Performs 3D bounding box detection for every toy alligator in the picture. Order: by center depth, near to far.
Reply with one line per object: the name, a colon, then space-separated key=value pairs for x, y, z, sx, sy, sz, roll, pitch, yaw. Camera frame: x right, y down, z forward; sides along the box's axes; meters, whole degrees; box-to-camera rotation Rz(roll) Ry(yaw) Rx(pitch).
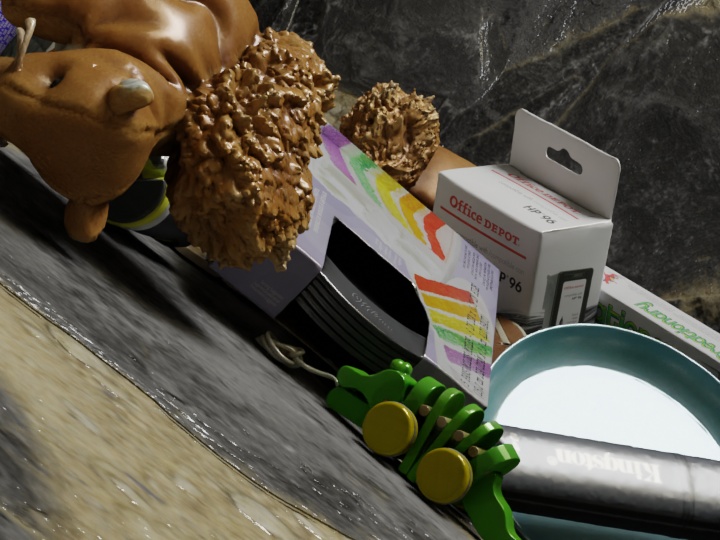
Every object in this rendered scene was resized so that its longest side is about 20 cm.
toy alligator: x=0.027 y=0.078 z=1.439 sx=0.200 sy=0.054 sz=0.059 roll=40 pitch=5 yaw=23

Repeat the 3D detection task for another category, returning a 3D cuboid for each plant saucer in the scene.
plant saucer: x=0.157 y=0.120 z=1.547 sx=0.200 sy=0.027 sz=0.200 roll=13 pitch=48 yaw=-15

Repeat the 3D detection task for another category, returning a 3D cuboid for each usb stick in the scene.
usb stick: x=0.145 y=0.124 z=1.498 sx=0.200 sy=0.033 sz=0.056 roll=10 pitch=54 yaw=-16

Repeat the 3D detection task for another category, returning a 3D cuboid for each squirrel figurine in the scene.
squirrel figurine: x=-0.105 y=-0.088 z=1.359 sx=0.200 sy=0.142 sz=0.187 roll=27 pitch=23 yaw=-7
squirrel figurine: x=0.025 y=-0.040 z=1.955 sx=0.200 sy=0.141 sz=0.187 roll=68 pitch=23 yaw=-7

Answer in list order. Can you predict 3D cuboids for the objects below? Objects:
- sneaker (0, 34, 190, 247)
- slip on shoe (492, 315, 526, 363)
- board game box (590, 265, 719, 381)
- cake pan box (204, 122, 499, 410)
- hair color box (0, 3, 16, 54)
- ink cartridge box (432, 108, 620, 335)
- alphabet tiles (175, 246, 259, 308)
sneaker: x=-0.155 y=-0.077 z=1.544 sx=0.085 sy=0.074 sz=0.200 roll=41 pitch=10 yaw=-50
slip on shoe: x=0.090 y=0.104 z=1.625 sx=0.076 sy=0.061 sz=0.200 roll=-1 pitch=32 yaw=-15
board game box: x=0.181 y=0.076 z=1.742 sx=0.035 sy=0.126 sz=0.200 roll=-12 pitch=30 yaw=-35
cake pan box: x=0.000 y=0.000 z=1.556 sx=0.184 sy=0.052 sz=0.200 roll=39 pitch=23 yaw=-11
hair color box: x=-0.229 y=-0.160 z=1.673 sx=0.109 sy=0.065 sz=0.200 roll=29 pitch=-4 yaw=42
ink cartridge box: x=0.102 y=0.003 z=1.744 sx=0.068 sy=0.200 sz=0.116 roll=-8 pitch=27 yaw=-36
alphabet tiles: x=-0.123 y=-0.039 z=1.673 sx=0.200 sy=0.015 sz=0.196 roll=35 pitch=5 yaw=-23
